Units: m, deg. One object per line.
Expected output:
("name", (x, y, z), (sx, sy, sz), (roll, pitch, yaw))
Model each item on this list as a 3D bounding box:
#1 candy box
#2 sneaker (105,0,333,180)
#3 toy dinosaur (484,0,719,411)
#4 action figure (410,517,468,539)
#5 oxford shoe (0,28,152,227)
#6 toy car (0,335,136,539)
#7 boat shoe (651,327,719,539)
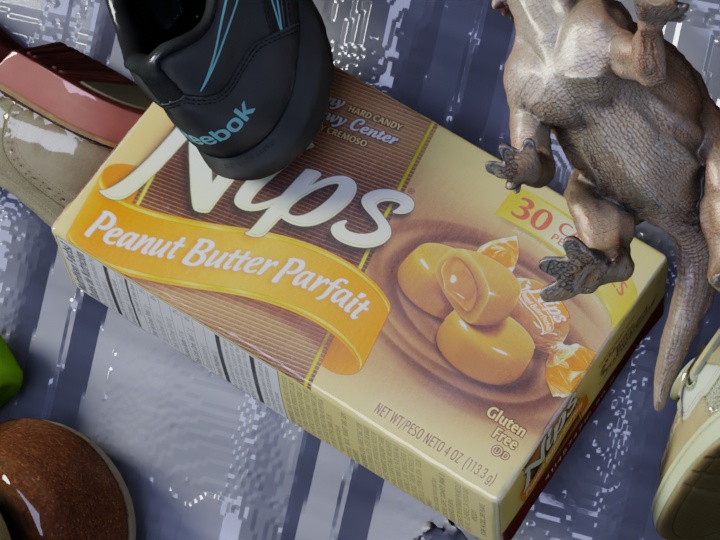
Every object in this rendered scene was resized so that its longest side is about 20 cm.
("candy box", (0.000, 0.000, 0.978), (0.200, 0.055, 0.115), (31, 70, 18))
("sneaker", (-0.054, -0.134, 0.962), (0.075, 0.079, 0.200), (-25, 57, 30))
("toy dinosaur", (0.095, -0.058, 0.914), (0.086, 0.136, 0.200), (-21, 111, 17))
("action figure", (0.060, 0.154, 0.976), (0.200, 0.069, 0.130), (-8, 93, 23))
("oxford shoe", (-0.178, -0.074, 1.058), (0.200, 0.070, 0.075), (28, 105, 18))
("toy car", (-0.185, 0.123, 0.992), (0.158, 0.200, 0.164), (-36, 79, 16))
("boat shoe", (0.157, 0.024, 0.917), (0.201, 0.073, 0.063), (114, 154, -46))
